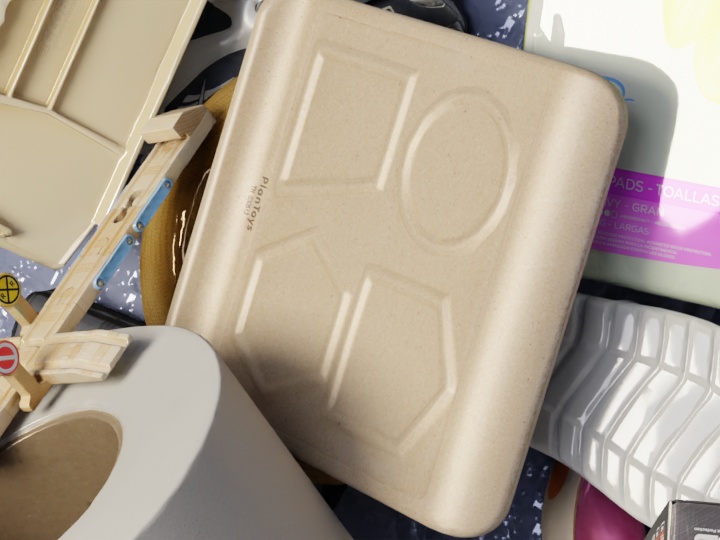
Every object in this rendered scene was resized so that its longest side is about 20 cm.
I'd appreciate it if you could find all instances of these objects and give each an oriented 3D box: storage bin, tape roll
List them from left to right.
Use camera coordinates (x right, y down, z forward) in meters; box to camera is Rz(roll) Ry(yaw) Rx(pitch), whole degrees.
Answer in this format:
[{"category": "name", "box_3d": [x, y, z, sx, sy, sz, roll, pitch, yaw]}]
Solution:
[{"category": "storage bin", "box_3d": [-0.158, -0.124, 1.180, 0.199, 0.093, 0.200, -65, 27, 3]}, {"category": "tape roll", "box_3d": [-0.102, 0.139, 1.002, 0.202, 0.139, 0.203, -28, 25, 14]}]

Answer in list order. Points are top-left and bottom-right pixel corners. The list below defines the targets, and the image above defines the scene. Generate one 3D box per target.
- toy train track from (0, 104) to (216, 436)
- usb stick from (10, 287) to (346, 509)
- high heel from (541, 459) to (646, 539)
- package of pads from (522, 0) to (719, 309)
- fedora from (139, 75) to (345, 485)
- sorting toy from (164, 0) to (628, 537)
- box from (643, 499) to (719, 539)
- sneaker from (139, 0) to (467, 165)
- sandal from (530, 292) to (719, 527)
[{"category": "toy train track", "box_3d": [-0.124, -0.002, 1.056, 0.114, 0.033, 0.200, -6, 42, 46]}, {"category": "usb stick", "box_3d": [-0.088, 0.060, 1.189, 0.199, 0.033, 0.056, 20, 90, 31]}, {"category": "high heel", "box_3d": [0.123, 0.127, 1.052, 0.095, 0.067, 0.201, 14, 68, -5]}, {"category": "package of pads", "box_3d": [0.140, -0.087, 0.991, 0.154, 0.068, 0.201, 13, 103, 27]}, {"category": "fedora", "box_3d": [0.000, 0.000, 1.117, 0.200, 0.082, 0.202, -3, 84, 24]}, {"category": "sorting toy", "box_3d": [0.011, -0.008, 1.023, 0.200, 0.036, 0.186, 22, 97, 44]}, {"category": "box", "box_3d": [0.120, 0.176, 0.907, 0.048, 0.200, 0.159, 5, 77, 3]}, {"category": "sneaker", "box_3d": [-0.018, -0.106, 1.154, 0.129, 0.079, 0.200, 22, 81, 40]}, {"category": "sandal", "box_3d": [0.105, 0.049, 1.010, 0.202, 0.050, 0.083, 25, 96, 26]}]
